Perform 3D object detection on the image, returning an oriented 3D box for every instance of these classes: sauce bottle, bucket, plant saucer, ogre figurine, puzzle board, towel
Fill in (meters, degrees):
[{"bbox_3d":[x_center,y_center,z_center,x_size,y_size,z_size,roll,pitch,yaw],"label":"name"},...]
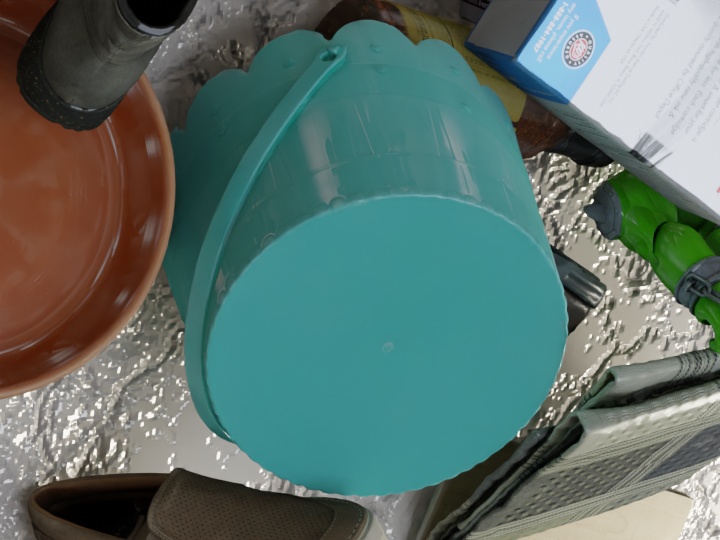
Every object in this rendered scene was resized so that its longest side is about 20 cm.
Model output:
[{"bbox_3d":[0.061,-0.091,1.535,0.199,0.066,0.066,16,98,-44],"label":"sauce bottle"},{"bbox_3d":[0.000,0.000,1.428,0.206,0.135,0.208,-6,125,-8],"label":"bucket"},{"bbox_3d":[-0.183,-0.040,1.327,0.199,0.032,0.202,3,82,-18],"label":"plant saucer"},{"bbox_3d":[0.198,-0.036,1.606,0.200,0.119,0.098,-53,168,-29],"label":"ogre figurine"},{"bbox_3d":[0.098,0.179,1.712,0.199,0.017,0.152,19,97,-41],"label":"puzzle board"},{"bbox_3d":[0.148,0.091,1.616,0.199,0.035,0.193,-15,161,-33],"label":"towel"}]

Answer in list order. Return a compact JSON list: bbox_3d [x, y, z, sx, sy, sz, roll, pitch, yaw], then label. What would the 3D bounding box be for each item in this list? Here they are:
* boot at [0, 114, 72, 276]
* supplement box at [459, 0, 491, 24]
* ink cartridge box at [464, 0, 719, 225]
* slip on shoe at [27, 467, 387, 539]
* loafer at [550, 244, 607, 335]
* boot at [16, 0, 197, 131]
[{"bbox_3d":[-0.190,-0.016,1.372,0.199,0.073,0.091,-27,110,-31],"label":"boot"},{"bbox_3d":[0.116,-0.225,1.525,0.108,0.061,0.201,-10,115,-35],"label":"supplement box"},{"bbox_3d":[0.166,-0.103,1.497,0.200,0.068,0.116,35,87,-25],"label":"ink cartridge box"},{"bbox_3d":[-0.079,0.127,1.434,0.076,0.199,0.061,-51,125,-37],"label":"slip on shoe"},{"bbox_3d":[0.057,-0.005,1.568,0.200,0.072,0.063,30,95,-44],"label":"loafer"},{"bbox_3d":[-0.079,-0.161,1.305,0.067,0.131,0.201,28,58,-17],"label":"boot"}]
